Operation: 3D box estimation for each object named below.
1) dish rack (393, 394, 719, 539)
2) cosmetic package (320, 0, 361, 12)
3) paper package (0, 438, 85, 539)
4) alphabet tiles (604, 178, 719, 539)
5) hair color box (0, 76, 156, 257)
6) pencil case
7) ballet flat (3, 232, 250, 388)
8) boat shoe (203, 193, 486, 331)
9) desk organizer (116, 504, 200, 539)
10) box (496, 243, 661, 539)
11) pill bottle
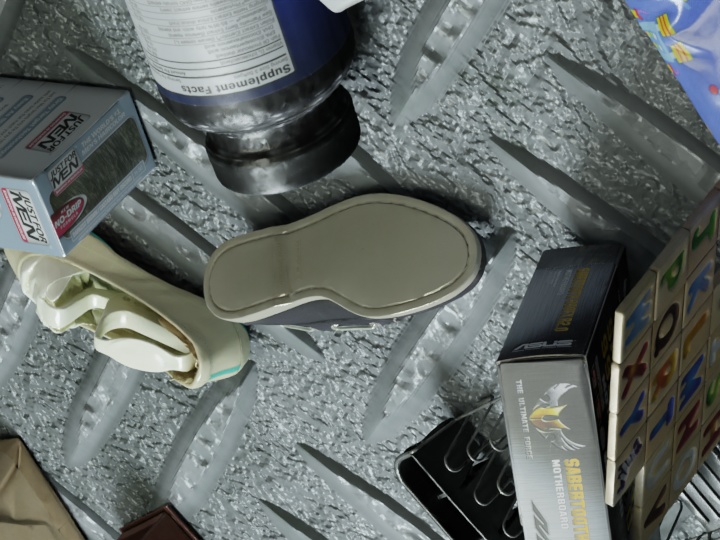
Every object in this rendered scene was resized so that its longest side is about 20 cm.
[{"bbox_3d":[0.130,0.127,1.495,0.153,0.055,0.200,48,141,-9],"label":"dish rack"},{"bbox_3d":[-0.046,-0.229,1.225,0.200,0.102,0.074,37,151,-20],"label":"cosmetic package"},{"bbox_3d":[-0.302,0.229,1.922,0.200,0.104,0.191,-6,122,44],"label":"paper package"},{"bbox_3d":[0.166,0.043,1.290,0.008,0.167,0.201,22,138,24],"label":"alphabet tiles"},{"bbox_3d":[-0.237,-0.070,1.580,0.199,0.099,0.061,8,131,35],"label":"hair color box"},{"bbox_3d":[0.207,-0.078,1.210,0.087,0.078,0.200,-27,108,33],"label":"pencil case"},{"bbox_3d":[-0.164,0.021,1.634,0.199,0.069,0.070,25,139,21],"label":"ballet flat"},{"bbox_3d":[0.000,0.000,1.497,0.199,0.073,0.063,-8,164,38],"label":"boat shoe"},{"bbox_3d":[-0.109,0.272,1.819,0.200,0.077,0.072,49,141,-9],"label":"desk organizer"},{"bbox_3d":[0.120,0.107,1.358,0.048,0.158,0.201,-3,110,15],"label":"box"},{"bbox_3d":[-0.067,-0.145,1.353,0.112,0.112,0.201,8,132,35],"label":"pill bottle"}]
